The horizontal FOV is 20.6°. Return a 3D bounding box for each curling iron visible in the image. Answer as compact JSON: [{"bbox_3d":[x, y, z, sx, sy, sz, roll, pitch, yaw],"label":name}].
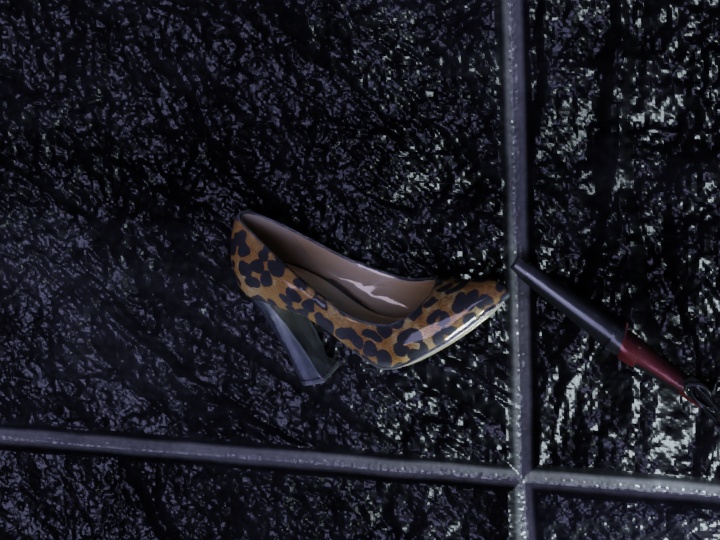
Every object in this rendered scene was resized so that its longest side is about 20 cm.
[{"bbox_3d":[0.194,0.048,1.415,0.200,0.026,0.050,35,153,7],"label":"curling iron"}]

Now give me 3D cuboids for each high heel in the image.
[{"bbox_3d":[0.000,0.000,1.435,0.199,0.071,0.143,-19,109,32],"label":"high heel"}]
